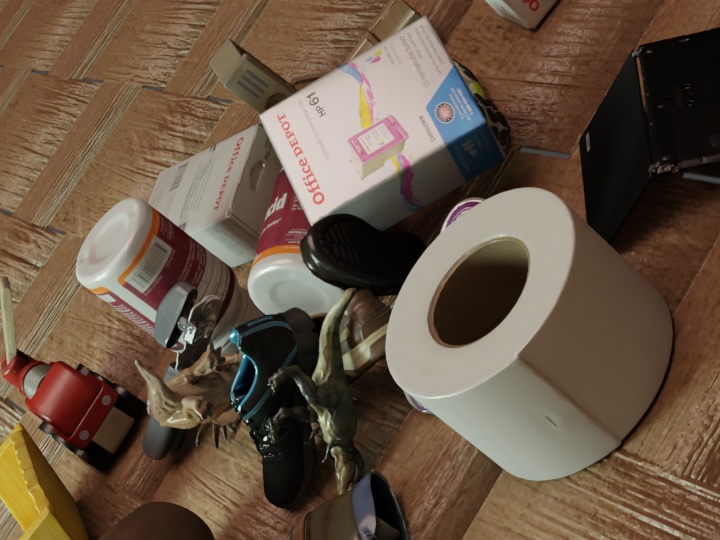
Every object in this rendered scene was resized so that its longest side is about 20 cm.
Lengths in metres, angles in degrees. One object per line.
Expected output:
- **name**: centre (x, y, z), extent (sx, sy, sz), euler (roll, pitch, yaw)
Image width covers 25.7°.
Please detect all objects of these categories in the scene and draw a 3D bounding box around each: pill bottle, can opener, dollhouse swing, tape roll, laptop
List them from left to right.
- **dollhouse swing**: centre (-0.392, 0.314, 1.734), extent (0.175, 0.183, 0.200), euler (-31, 31, -6)
- **can opener**: centre (-0.201, 0.106, 1.704), extent (0.067, 0.053, 0.202), euler (32, 116, 22)
- **pill bottle**: centre (-0.206, 0.019, 1.747), extent (0.114, 0.200, 0.115), euler (-33, 35, 27)
- **pill bottle**: centre (-0.043, -0.050, 1.670), extent (0.114, 0.114, 0.202), euler (-23, 41, 39)
- **tape roll**: centre (0.138, 0.053, 1.307), extent (0.202, 0.139, 0.204), euler (-33, 36, 28)
- **laptop**: centre (0.288, -0.116, 1.411), extent (0.198, 0.104, 0.178), euler (-11, 44, 13)

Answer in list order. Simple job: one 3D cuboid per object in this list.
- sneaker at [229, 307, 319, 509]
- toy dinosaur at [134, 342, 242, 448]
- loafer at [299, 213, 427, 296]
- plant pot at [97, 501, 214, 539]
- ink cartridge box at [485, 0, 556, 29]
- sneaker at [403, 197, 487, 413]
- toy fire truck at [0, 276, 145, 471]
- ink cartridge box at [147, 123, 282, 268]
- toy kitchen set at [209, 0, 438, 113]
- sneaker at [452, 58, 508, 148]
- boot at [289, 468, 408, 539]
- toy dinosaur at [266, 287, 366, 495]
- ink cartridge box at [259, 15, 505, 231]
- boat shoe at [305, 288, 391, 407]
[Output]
- **sneaker**: centre (-0.089, 0.134, 1.498), extent (0.073, 0.081, 0.203), euler (30, 124, 57)
- **toy dinosaur**: centre (-0.167, 0.134, 1.629), extent (0.135, 0.199, 0.087), euler (-22, 71, 42)
- **loafer**: centre (0.000, 0.000, 1.515), extent (0.071, 0.199, 0.074), euler (-32, 66, 25)
- **plant pot**: centre (-0.208, 0.320, 1.484), extent (0.186, 0.187, 0.201), euler (-31, 21, 31)
- **ink cartridge box**: centre (0.186, -0.386, 1.699), extent (0.201, 0.145, 0.084), euler (-51, 30, 0)
- **sneaker**: centre (0.099, 0.037, 1.458), extent (0.074, 0.099, 0.202), euler (20, 93, 23)
- **toy fire truck**: centre (-0.366, 0.119, 1.857), extent (0.129, 0.200, 0.175), euler (-57, 31, -10)
- **ink cartridge box**: centre (-0.176, -0.075, 1.921), extent (0.199, 0.085, 0.147), euler (-22, 41, 43)
- **toy kitchen set**: centre (-0.028, -0.237, 1.795), extent (0.201, 0.180, 0.163), euler (-50, 31, 10)
- **sneaker**: centre (0.098, -0.152, 1.668), extent (0.085, 0.076, 0.201), euler (-60, 24, 26)
- **boot**: centre (-0.006, 0.255, 1.353), extent (0.097, 0.074, 0.201), euler (-45, 29, 16)
- **toy dinosaur**: centre (-0.041, 0.116, 1.444), extent (0.087, 0.203, 0.047), euler (-9, 18, -16)
- **ink cartridge box**: centre (0.019, -0.131, 1.555), extent (0.199, 0.085, 0.145), euler (-31, 62, 7)
- **boat shoe**: centre (-0.026, 0.074, 1.523), extent (0.074, 0.075, 0.202), euler (-31, -6, -40)
